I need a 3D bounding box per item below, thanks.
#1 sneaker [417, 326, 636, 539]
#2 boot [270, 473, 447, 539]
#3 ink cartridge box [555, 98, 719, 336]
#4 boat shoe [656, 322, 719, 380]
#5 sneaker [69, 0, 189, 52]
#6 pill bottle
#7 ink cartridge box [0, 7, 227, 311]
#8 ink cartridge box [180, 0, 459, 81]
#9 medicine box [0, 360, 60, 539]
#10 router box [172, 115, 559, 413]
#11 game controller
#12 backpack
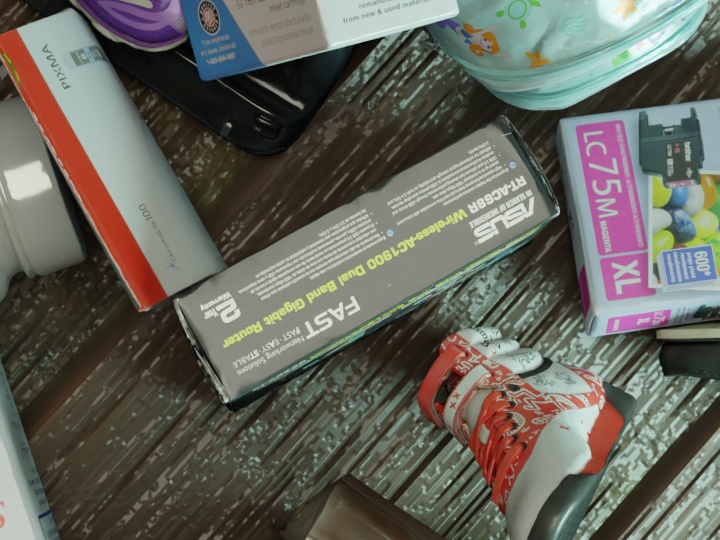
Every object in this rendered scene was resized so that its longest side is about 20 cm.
[{"bbox_3d":[0.074,0.090,1.358,0.108,0.201,0.067,26,111,6],"label":"sneaker"},{"bbox_3d":[0.055,0.157,1.353,0.200,0.186,0.064,30,103,2],"label":"boot"},{"bbox_3d":[0.214,-0.036,1.433,0.199,0.042,0.120,-6,69,-5],"label":"ink cartridge box"},{"bbox_3d":[0.259,0.061,1.420,0.200,0.074,0.063,7,92,3],"label":"boat shoe"},{"bbox_3d":[-0.153,-0.201,1.374,0.081,0.083,0.200,-35,94,8],"label":"sneaker"},{"bbox_3d":[-0.254,-0.020,1.390,0.199,0.114,0.114,-18,86,-4],"label":"pill bottle"},{"bbox_3d":[-0.128,-0.059,1.334,0.047,0.200,0.160,-29,90,-2],"label":"ink cartridge box"},{"bbox_3d":[-0.043,-0.208,1.320,0.084,0.144,0.201,-18,96,-29],"label":"ink cartridge box"},{"bbox_3d":[-0.255,0.147,1.377,0.182,0.103,0.201,-19,88,-3],"label":"medicine box"},{"bbox_3d":[0.000,0.000,1.378,0.200,0.150,0.062,-30,87,-5],"label":"router box"},{"bbox_3d":[-0.101,-0.152,1.437,0.200,0.042,0.105,35,97,1],"label":"game controller"},{"bbox_3d":[0.103,-0.177,1.374,0.177,0.200,0.151,-28,120,-5],"label":"backpack"}]
